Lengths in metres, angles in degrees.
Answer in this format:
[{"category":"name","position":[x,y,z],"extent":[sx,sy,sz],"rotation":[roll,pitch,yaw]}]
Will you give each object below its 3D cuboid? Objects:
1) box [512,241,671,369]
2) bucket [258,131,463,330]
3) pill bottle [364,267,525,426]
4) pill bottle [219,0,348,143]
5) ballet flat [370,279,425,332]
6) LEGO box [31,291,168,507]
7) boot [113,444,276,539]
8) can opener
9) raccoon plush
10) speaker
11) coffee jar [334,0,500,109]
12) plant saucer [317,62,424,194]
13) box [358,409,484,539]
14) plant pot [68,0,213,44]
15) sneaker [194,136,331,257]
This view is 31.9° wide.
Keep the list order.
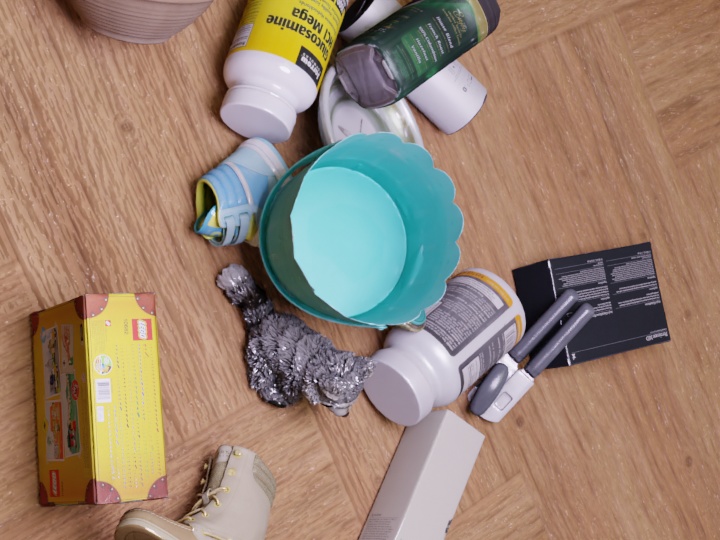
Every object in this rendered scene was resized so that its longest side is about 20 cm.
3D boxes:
[{"category":"box","position":[0.313,0.047,1.697],"extent":[0.199,0.079,0.142],"rotation":[-9,84,-36]},{"category":"bucket","position":[-0.004,-0.038,1.355],"extent":[0.206,0.135,0.208],"rotation":[3,83,-22]},{"category":"pill bottle","position":[0.099,0.092,1.519],"extent":[0.200,0.116,0.117],"rotation":[-37,102,-33]},{"category":"pill bottle","position":[-0.092,-0.254,1.457],"extent":[0.112,0.112,0.201],"rotation":[28,67,-27]},{"category":"ballet flat","position":[0.000,0.000,1.480],"extent":[0.071,0.071,0.200],"rotation":[-32,82,-34]},{"category":"LEGO box","position":[-0.261,0.130,1.246],"extent":[0.077,0.149,0.201],"rotation":[0,81,-34]},{"category":"boot","position":[-0.163,0.247,1.308],"extent":[0.200,0.073,0.156],"rotation":[37,45,-36]},{"category":"can opener","position":[0.212,0.109,1.581],"extent":[0.053,0.067,0.200],"rotation":[42,94,6]},{"category":"raccoon plush","position":[-0.077,0.080,1.389],"extent":[0.200,0.134,0.097],"rotation":[48,60,-18]},{"category":"speaker","position":[0.065,-0.265,1.586],"extent":[0.200,0.081,0.081],"rotation":[40,61,-22]},{"category":"coffee jar","position":[0.071,-0.272,1.482],"extent":[0.200,0.104,0.086],"rotation":[-39,108,-29]},{"category":"plant saucer","position":[0.004,-0.156,1.522],"extent":[0.200,0.050,0.201],"rotation":[30,51,-44]},{"category":"box","position":[0.068,0.267,1.487],"extent":[0.068,0.082,0.201],"rotation":[37,64,-22]},{"category":"plant pot","position":[-0.244,-0.304,1.350],"extent":[0.200,0.201,0.093],"rotation":[-2,123,-34]},{"category":"sneaker","position":[-0.114,-0.039,1.424],"extent":[0.130,0.079,0.200],"rotation":[-35,91,-36]}]
